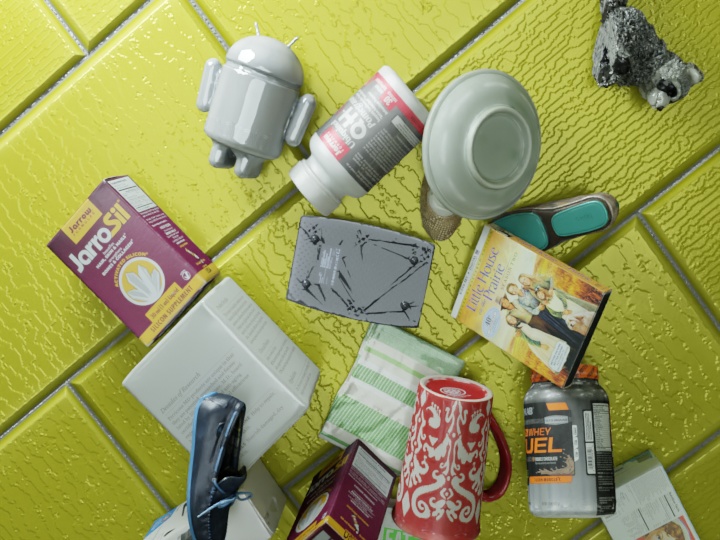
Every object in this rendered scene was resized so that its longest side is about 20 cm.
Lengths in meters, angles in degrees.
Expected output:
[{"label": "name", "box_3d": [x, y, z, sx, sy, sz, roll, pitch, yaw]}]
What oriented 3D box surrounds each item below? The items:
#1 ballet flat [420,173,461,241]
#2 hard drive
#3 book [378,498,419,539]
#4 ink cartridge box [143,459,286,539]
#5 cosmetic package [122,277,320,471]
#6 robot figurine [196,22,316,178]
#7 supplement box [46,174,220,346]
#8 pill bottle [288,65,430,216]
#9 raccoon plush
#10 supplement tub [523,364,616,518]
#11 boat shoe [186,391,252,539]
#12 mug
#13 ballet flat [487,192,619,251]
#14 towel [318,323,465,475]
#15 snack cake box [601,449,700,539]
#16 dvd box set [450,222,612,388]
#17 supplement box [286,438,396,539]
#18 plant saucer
[{"label": "ballet flat", "box_3d": [0.123, -0.140, 1.266, 0.069, 0.065, 0.205, 9, 99, 3]}, {"label": "hard drive", "box_3d": [0.000, 0.000, 1.303, 0.195, 0.042, 0.138, 12, 99, 1]}, {"label": "book", "box_3d": [0.070, 0.451, 1.369, 0.130, 0.048, 0.205, 7, 100, 5]}, {"label": "ink cartridge box", "box_3d": [-0.216, 0.373, 1.315, 0.198, 0.145, 0.085, -33, 95, 6]}, {"label": "cosmetic package", "box_3d": [-0.184, 0.149, 1.262, 0.166, 0.167, 0.200, -44, 94, 10]}, {"label": "robot figurine", "box_3d": [-0.144, -0.230, 1.240, 0.166, 0.113, 0.204, 20, 99, 6]}, {"label": "supplement box", "box_3d": [-0.316, -0.017, 1.284, 0.200, 0.103, 0.131, 44, 99, -4]}, {"label": "pill bottle", "box_3d": [-0.001, -0.172, 1.243, 0.200, 0.111, 0.111, -43, 95, 7]}, {"label": "raccoon plush", "box_3d": [0.393, -0.318, 1.219, 0.131, 0.097, 0.205, 4, 98, -6]}, {"label": "supplement tub", "box_3d": [0.290, 0.238, 1.266, 0.119, 0.123, 0.205, -2, 77, 3]}, {"label": "boat shoe", "box_3d": [-0.177, 0.259, 1.145, 0.067, 0.084, 0.205, 5, 103, 15]}, {"label": "mug", "box_3d": [0.132, 0.260, 1.303, 0.131, 0.176, 0.205, 14, 103, 33]}, {"label": "ballet flat", "box_3d": [0.269, -0.066, 1.261, 0.197, 0.067, 0.070, -8, 105, 38]}, {"label": "towel", "box_3d": [0.043, 0.188, 1.340, 0.150, 0.023, 0.203, 27, 97, -3]}, {"label": "snack cake box", "box_3d": [0.426, 0.383, 1.328, 0.113, 0.067, 0.203, -28, 96, 5]}, {"label": "dvd box set", "box_3d": [0.228, 0.045, 1.242, 0.198, 0.029, 0.149, 34, 114, 31]}, {"label": "supplement box", "box_3d": [-0.029, 0.343, 1.264, 0.086, 0.200, 0.110, 43, 114, -6]}, {"label": "plant saucer", "box_3d": [0.176, -0.166, 1.222, 0.196, 0.050, 0.205, -7, 105, -28]}]
